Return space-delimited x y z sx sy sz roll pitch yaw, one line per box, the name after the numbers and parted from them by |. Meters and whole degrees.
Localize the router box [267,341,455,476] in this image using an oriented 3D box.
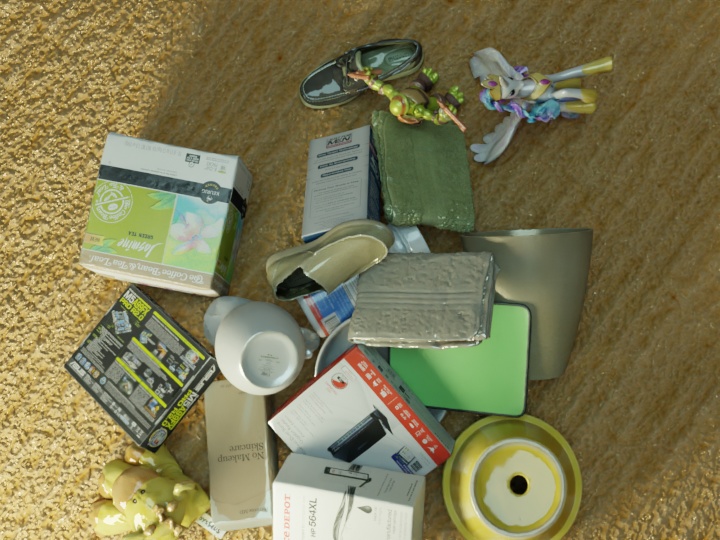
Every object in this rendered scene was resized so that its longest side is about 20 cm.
0.002 0.225 1.665 0.179 0.049 0.200 -41 94 19 | router box

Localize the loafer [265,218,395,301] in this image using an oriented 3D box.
-0.041 -0.006 1.612 0.198 0.076 0.069 -22 46 26 | loafer

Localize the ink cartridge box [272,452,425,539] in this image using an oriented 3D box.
-0.017 0.346 1.631 0.197 0.084 0.148 7 113 13 | ink cartridge box

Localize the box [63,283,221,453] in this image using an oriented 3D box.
-0.313 0.138 1.715 0.199 0.044 0.161 37 85 32 | box

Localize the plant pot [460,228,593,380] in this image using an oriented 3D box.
0.238 0.046 1.674 0.184 0.187 0.203 -3 94 3 | plant pot

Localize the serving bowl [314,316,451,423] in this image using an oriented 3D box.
0.036 0.147 1.703 0.197 0.066 0.203 2 104 8 | serving bowl

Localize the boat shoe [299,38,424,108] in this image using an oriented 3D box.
-0.001 -0.303 1.783 0.198 0.066 0.073 -19 81 1 | boat shoe

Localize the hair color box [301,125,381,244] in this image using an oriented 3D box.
-0.024 -0.110 1.700 0.099 0.061 0.202 -12 46 15 | hair color box

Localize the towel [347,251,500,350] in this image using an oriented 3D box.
0.085 0.038 1.599 0.197 0.035 0.134 1 65 22 | towel

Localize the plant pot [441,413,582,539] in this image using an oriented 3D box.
0.209 0.292 1.623 0.198 0.189 0.204 0 81 3 | plant pot

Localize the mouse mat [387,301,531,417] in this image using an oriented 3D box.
0.133 0.116 1.635 0.197 0.008 0.163 5 105 15 | mouse mat

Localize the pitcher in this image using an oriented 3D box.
-0.122 0.101 1.655 0.169 0.200 0.123 6 99 -17 | pitcher

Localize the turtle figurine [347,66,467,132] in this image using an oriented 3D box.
0.087 -0.240 1.714 0.198 0.161 0.065 26 116 22 | turtle figurine

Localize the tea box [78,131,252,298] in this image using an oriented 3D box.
-0.279 -0.075 1.735 0.197 0.134 0.200 10 83 5 | tea box

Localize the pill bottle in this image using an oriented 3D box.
0.000 0.000 1.717 0.199 0.112 0.113 -31 81 -2 | pill bottle

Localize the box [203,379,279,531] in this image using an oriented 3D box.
-0.166 0.259 1.691 0.094 0.078 0.203 -8 71 3 | box

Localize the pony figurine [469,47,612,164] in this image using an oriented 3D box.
0.238 -0.253 1.715 0.197 0.193 0.169 -6 84 -16 | pony figurine

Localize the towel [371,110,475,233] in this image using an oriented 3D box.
0.091 -0.143 1.718 0.146 0.037 0.202 5 56 -20 | towel

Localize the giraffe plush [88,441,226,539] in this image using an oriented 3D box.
-0.290 0.327 1.663 0.197 0.162 0.175 17 83 6 | giraffe plush
